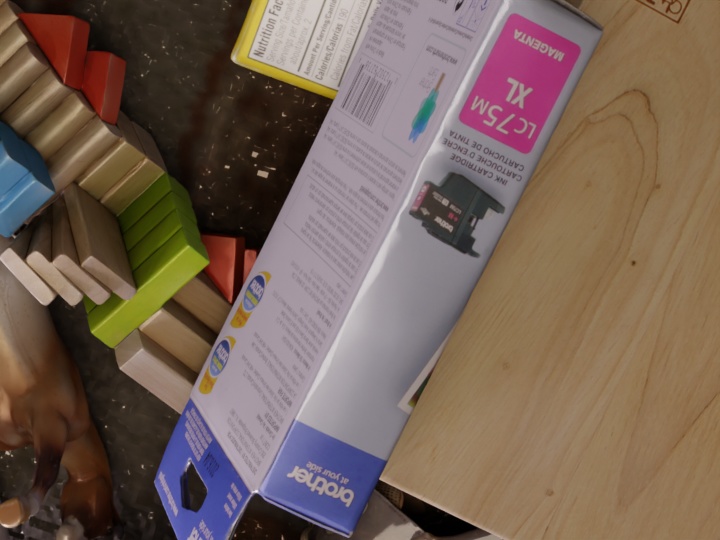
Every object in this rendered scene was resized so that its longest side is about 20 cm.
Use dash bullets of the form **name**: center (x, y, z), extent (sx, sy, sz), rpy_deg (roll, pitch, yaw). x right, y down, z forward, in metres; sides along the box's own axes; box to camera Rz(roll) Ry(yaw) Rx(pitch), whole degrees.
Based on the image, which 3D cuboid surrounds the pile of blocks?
- **pile of blocks**: center (-0.096, -0.039, 0.880), extent (0.062, 0.082, 0.200), rpy_deg (-41, 100, 13)

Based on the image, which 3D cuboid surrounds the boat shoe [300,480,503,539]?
- **boat shoe**: center (0.011, 0.106, 0.931), extent (0.199, 0.074, 0.074), rpy_deg (-10, 95, -2)

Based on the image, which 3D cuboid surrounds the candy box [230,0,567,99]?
- **candy box**: center (0.039, -0.144, 0.870), extent (0.102, 0.026, 0.201), rpy_deg (21, 107, -3)

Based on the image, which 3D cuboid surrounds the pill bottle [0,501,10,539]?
- **pill bottle**: center (-0.231, 0.111, 0.915), extent (0.199, 0.114, 0.115), rpy_deg (-26, 104, 10)

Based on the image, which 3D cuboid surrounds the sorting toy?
- **sorting toy**: center (0.121, 0.009, 0.866), extent (0.198, 0.070, 0.201), rpy_deg (26, 92, -13)

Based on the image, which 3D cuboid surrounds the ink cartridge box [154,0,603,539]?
- **ink cartridge box**: center (0.000, 0.000, 0.821), extent (0.042, 0.119, 0.201), rpy_deg (27, 94, -17)

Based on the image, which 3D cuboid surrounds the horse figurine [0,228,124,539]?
- **horse figurine**: center (-0.138, 0.011, 0.888), extent (0.050, 0.133, 0.201), rpy_deg (-30, 90, 15)
